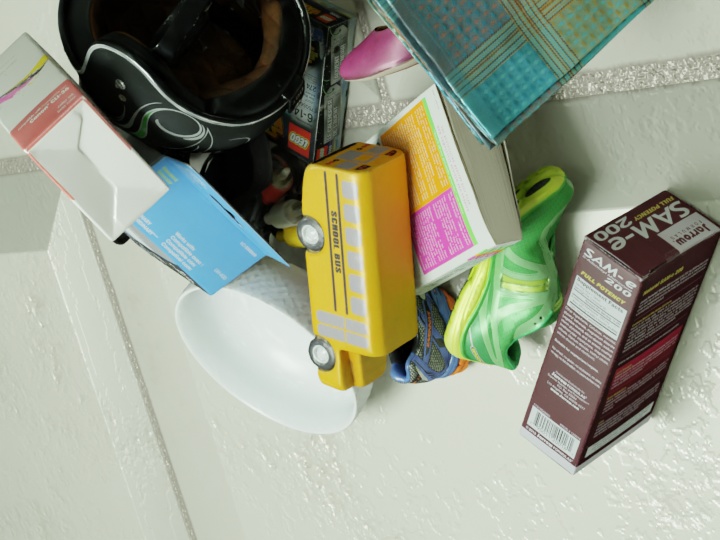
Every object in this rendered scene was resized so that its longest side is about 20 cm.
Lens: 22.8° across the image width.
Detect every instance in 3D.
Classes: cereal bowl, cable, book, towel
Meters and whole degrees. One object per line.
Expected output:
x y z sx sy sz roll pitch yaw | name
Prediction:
-0.069 0.055 1.641 0.199 0.084 0.201 24 148 16 | cereal bowl
-0.092 -0.048 1.646 0.200 0.050 0.098 -29 90 55 | cable
0.059 -0.062 1.433 0.200 0.048 0.135 150 106 -66 | book
0.118 -0.203 1.233 0.147 0.200 0.022 49 177 -12 | towel

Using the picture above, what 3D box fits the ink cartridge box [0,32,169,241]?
-0.246 -0.119 1.462 0.117 0.067 0.200 49 176 -38 | ink cartridge box

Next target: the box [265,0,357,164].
-0.094 -0.197 1.584 0.199 0.040 0.138 31 131 31 | box

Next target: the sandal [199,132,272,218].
-0.128 -0.079 1.642 0.200 0.042 0.077 128 130 -62 | sandal

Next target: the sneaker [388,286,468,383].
0.025 0.009 1.543 0.075 0.078 0.201 -33 86 49 | sneaker

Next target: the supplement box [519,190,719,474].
0.196 0.048 1.361 0.061 0.108 0.201 37 133 27 | supplement box

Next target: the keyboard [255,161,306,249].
-0.107 -0.104 1.677 0.200 0.011 0.056 46 142 20 | keyboard

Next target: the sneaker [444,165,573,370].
0.134 -0.001 1.443 0.083 0.074 0.201 25 129 3 | sneaker

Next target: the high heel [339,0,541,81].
0.049 -0.209 1.312 0.199 0.067 0.097 -22 94 34 | high heel

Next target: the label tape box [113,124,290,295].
-0.169 -0.051 1.544 0.144 0.063 0.200 45 171 -36 | label tape box

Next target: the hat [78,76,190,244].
-0.206 -0.125 1.693 0.080 0.201 0.202 -7 111 7 | hat

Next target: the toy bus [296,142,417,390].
0.000 0.000 1.458 0.078 0.065 0.202 13 119 36 | toy bus

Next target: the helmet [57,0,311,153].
-0.144 -0.193 1.465 0.190 0.199 0.202 10 120 64 | helmet
